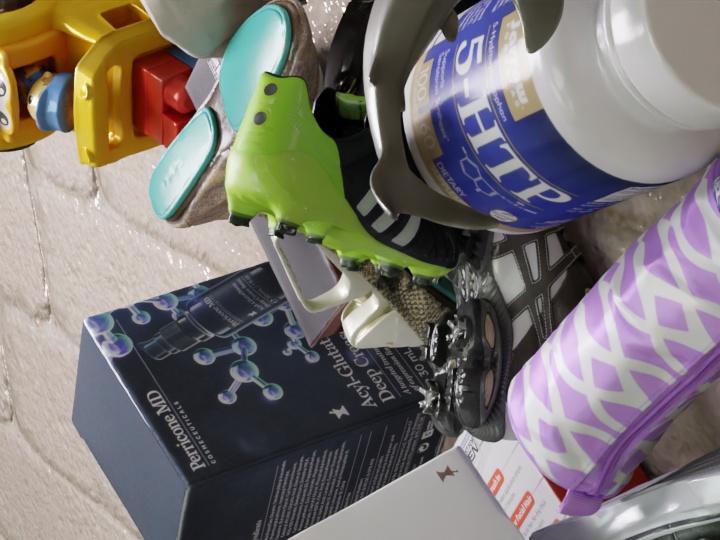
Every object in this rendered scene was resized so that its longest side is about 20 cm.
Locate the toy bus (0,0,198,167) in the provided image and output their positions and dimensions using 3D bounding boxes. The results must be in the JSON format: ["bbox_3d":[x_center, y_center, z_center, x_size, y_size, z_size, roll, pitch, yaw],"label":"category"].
[{"bbox_3d":[-0.179,-0.134,1.356,0.192,0.200,0.136,39,139,35],"label":"toy bus"}]

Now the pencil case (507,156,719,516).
[{"bbox_3d":[0.150,0.030,0.924,0.200,0.084,0.086,-52,44,43],"label":"pencil case"}]

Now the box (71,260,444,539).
[{"bbox_3d":[-0.065,0.087,1.261,0.149,0.199,0.107,53,147,32],"label":"box"}]

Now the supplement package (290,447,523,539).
[{"bbox_3d":[0.039,0.210,1.034,0.121,0.119,0.200,56,167,33],"label":"supplement package"}]

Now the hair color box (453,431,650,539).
[{"bbox_3d":[0.129,0.162,1.100,0.200,0.064,0.111,57,150,25],"label":"hair color box"}]

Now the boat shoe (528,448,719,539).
[{"bbox_3d":[0.173,0.133,0.969,0.200,0.072,0.071,-30,84,45],"label":"boat shoe"}]

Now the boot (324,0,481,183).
[{"bbox_3d":[0.026,-0.138,1.098,0.174,0.069,0.201,-129,55,-65],"label":"boot"}]

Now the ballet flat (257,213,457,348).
[{"bbox_3d":[0.000,0.000,1.120,0.200,0.075,0.068,44,180,-38],"label":"ballet flat"}]

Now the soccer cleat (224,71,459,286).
[{"bbox_3d":[0.001,-0.043,0.972,0.067,0.200,0.081,11,84,29],"label":"soccer cleat"}]

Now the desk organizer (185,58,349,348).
[{"bbox_3d":[-0.031,-0.062,1.244,0.200,0.077,0.072,63,150,17],"label":"desk organizer"}]

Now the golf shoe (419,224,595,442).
[{"bbox_3d":[0.090,-0.004,1.073,0.078,0.094,0.201,169,109,-70],"label":"golf shoe"}]

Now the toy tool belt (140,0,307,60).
[{"bbox_3d":[-0.090,-0.232,1.151,0.200,0.123,0.125,62,-169,-1],"label":"toy tool belt"}]

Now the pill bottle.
[{"bbox_3d":[0.114,-0.093,0.918,0.200,0.119,0.120,-23,85,62],"label":"pill bottle"}]

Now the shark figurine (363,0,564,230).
[{"bbox_3d":[0.033,-0.124,0.815,0.128,0.215,0.090,27,170,27],"label":"shark figurine"}]

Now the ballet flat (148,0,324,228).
[{"bbox_3d":[-0.060,-0.093,1.151,0.200,0.067,0.068,-45,50,48],"label":"ballet flat"}]
